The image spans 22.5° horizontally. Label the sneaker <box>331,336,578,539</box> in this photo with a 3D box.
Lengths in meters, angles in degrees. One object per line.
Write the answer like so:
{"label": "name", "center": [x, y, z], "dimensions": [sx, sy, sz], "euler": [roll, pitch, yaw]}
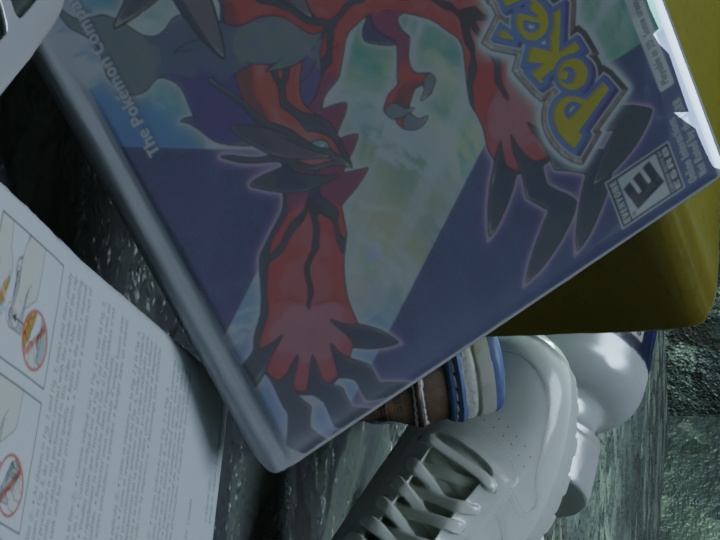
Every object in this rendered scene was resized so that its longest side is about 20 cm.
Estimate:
{"label": "sneaker", "center": [0.026, 0.114, 0.772], "dimensions": [0.201, 0.076, 0.080], "euler": [-59, 160, 6]}

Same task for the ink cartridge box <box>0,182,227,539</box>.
{"label": "ink cartridge box", "center": [-0.095, 0.077, 0.477], "dimensions": [0.200, 0.056, 0.164], "euler": [46, 46, -60]}

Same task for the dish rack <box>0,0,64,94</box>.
{"label": "dish rack", "center": [-0.118, -0.116, 0.358], "dimensions": [0.172, 0.043, 0.202], "euler": [-68, 155, -55]}

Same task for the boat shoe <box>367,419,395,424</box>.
{"label": "boat shoe", "center": [0.036, 0.041, 0.979], "dimensions": [0.200, 0.070, 0.092], "euler": [21, 71, -68]}

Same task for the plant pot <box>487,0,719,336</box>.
{"label": "plant pot", "center": [0.024, -0.110, 0.678], "dimensions": [0.201, 0.193, 0.196], "euler": [64, 29, -46]}

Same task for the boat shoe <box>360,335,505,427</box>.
{"label": "boat shoe", "center": [0.000, 0.000, 0.783], "dimensions": [0.200, 0.072, 0.073], "euler": [-120, -160, -63]}

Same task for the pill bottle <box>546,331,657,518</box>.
{"label": "pill bottle", "center": [0.092, 0.011, 0.878], "dimensions": [0.111, 0.110, 0.202], "euler": [67, 36, -60]}

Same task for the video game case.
{"label": "video game case", "center": [0.005, -0.065, 0.537], "dimensions": [0.201, 0.181, 0.023], "euler": [63, -12, -28]}

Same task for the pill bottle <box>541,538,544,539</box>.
{"label": "pill bottle", "center": [0.060, 0.213, 0.977], "dimensions": [0.115, 0.113, 0.201], "euler": [-75, 160, -46]}
